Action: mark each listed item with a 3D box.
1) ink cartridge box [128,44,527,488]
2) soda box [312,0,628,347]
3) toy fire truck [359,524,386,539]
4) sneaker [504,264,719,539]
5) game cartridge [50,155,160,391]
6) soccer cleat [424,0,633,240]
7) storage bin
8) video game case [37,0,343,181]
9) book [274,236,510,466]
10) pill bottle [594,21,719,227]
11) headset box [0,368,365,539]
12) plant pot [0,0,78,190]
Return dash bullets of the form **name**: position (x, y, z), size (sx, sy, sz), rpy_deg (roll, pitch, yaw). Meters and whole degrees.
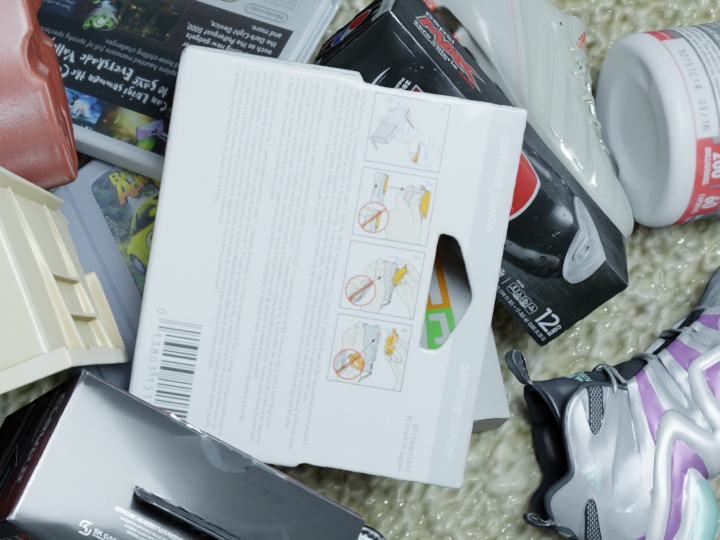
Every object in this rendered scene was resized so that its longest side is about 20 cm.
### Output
- **ink cartridge box**: position (-0.019, -0.001, 0.836), size (0.173, 0.044, 0.201), rpy_deg (9, 95, -6)
- **soda box**: position (0.061, -0.058, 0.901), size (0.063, 0.071, 0.200), rpy_deg (-38, 105, 21)
- **toy fire truck**: position (0.014, 0.243, 0.837), size (0.176, 0.129, 0.200), rpy_deg (23, 82, -5)
- **sneaker**: position (0.149, 0.063, 0.932), size (0.140, 0.078, 0.200), rpy_deg (23, 70, -5)
- **game cartridge**: position (-0.082, -0.022, 0.895), size (0.200, 0.041, 0.133), rpy_deg (-28, 67, -2)
- **soccer cleat**: position (0.113, -0.108, 0.977), size (0.077, 0.069, 0.200), rpy_deg (-32, 79, -4)
- **storage bin**: position (-0.227, 0.038, 0.775), size (0.200, 0.199, 0.094), rpy_deg (-22, 87, -1)
- **video game case**: position (-0.118, -0.144, 0.923), size (0.200, 0.023, 0.182), rpy_deg (20, 69, 21)
- **book**: position (0.000, 0.000, 0.940), size (0.133, 0.048, 0.200), rpy_deg (-7, 72, -15)
- **pill bottle**: position (0.251, -0.095, 0.981), size (0.199, 0.114, 0.114), rpy_deg (-10, 76, -14)
- **headset box**: position (-0.100, 0.122, 0.784), size (0.149, 0.200, 0.077), rpy_deg (30, 71, -15)
- **plant pot**: position (-0.249, -0.095, 0.812), size (0.195, 0.201, 0.201), rpy_deg (-14, 77, -6)
